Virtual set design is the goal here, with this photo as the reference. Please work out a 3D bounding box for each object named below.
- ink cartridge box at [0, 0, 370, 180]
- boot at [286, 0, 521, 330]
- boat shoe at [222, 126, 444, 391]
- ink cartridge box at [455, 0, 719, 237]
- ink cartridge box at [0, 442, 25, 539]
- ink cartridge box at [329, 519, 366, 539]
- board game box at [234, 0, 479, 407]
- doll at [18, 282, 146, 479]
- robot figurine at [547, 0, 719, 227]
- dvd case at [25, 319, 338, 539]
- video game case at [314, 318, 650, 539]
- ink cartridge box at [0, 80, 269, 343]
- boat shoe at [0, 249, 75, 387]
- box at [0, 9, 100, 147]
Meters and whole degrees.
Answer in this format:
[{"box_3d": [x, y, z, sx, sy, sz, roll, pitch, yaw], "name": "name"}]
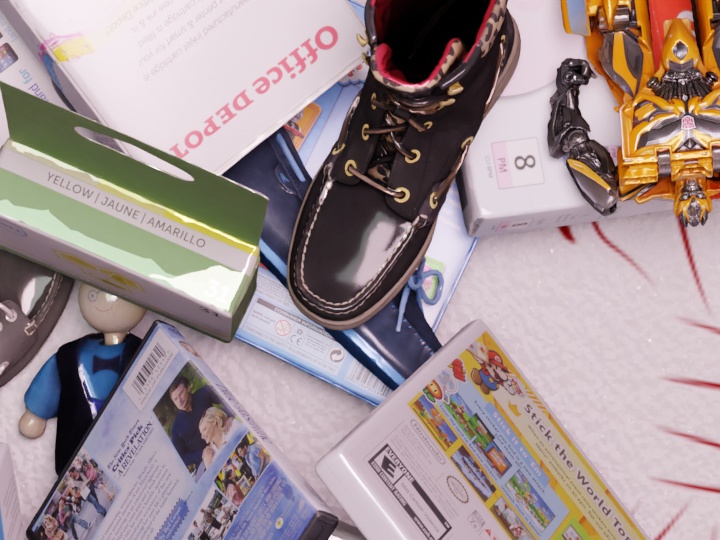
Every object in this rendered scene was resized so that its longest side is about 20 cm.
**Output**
[{"box_3d": [-0.111, -0.156, 1.252, 0.147, 0.086, 0.200, -38, 105, -9], "name": "ink cartridge box"}, {"box_3d": [0.021, -0.076, 1.189, 0.073, 0.151, 0.201, 31, 77, 10], "name": "boot"}, {"box_3d": [0.000, 0.000, 1.274, 0.069, 0.084, 0.200, -44, 90, -7], "name": "boat shoe"}, {"box_3d": [0.142, -0.114, 1.310, 0.199, 0.057, 0.164, -9, 78, -6], "name": "ink cartridge box"}, {"box_3d": [-0.245, 0.214, 1.236, 0.145, 0.147, 0.201, -8, 102, -2], "name": "ink cartridge box"}, {"box_3d": [-0.003, 0.217, 1.259, 0.199, 0.145, 0.148, 23, 86, 2], "name": "ink cartridge box"}, {"box_3d": [-0.004, -0.041, 1.335, 0.151, 0.037, 0.201, 26, 87, 2], "name": "board game box"}, {"box_3d": [-0.130, 0.097, 1.310, 0.136, 0.048, 0.202, -4, 87, 20], "name": "doll"}, {"box_3d": [0.166, -0.122, 1.255, 0.144, 0.058, 0.201, -6, 70, 5], "name": "robot figurine"}, {"box_3d": [-0.096, 0.131, 1.205, 0.017, 0.200, 0.143, 24, 103, -38], "name": "dvd case"}, {"box_3d": [0.080, 0.137, 1.175, 0.023, 0.182, 0.200, -38, 90, 32], "name": "video game case"}, {"box_3d": [-0.121, -0.024, 1.196, 0.145, 0.200, 0.048, 23, 80, 0], "name": "ink cartridge box"}, {"box_3d": [-0.234, 0.050, 1.319, 0.200, 0.057, 0.067, -45, 86, -3], "name": "boat shoe"}, {"box_3d": [-0.157, -0.133, 1.311, 0.200, 0.041, 0.119, -37, 110, -8], "name": "box"}]
